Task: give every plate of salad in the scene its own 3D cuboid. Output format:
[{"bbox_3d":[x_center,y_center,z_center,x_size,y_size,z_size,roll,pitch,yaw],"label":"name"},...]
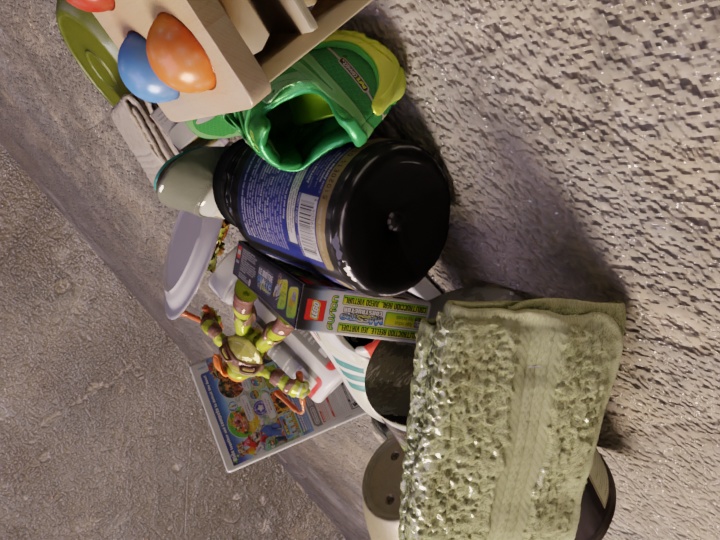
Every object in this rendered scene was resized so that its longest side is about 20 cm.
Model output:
[{"bbox_3d":[-0.188,-0.037,0.847,0.048,0.202,0.200,19,172,-26],"label":"plate of salad"}]

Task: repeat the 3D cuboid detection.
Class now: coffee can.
[{"bbox_3d":[0.111,0.135,0.595,0.146,0.146,0.201,16,144,54],"label":"coffee can"}]

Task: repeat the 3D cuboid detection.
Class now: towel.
[{"bbox_3d":[-0.231,-0.137,0.808,0.133,0.034,0.200,62,163,-18],"label":"towel"},{"bbox_3d":[0.098,0.110,0.475,0.037,0.147,0.202,-127,40,-62],"label":"towel"}]

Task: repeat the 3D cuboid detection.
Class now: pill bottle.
[{"bbox_3d":[-0.034,-0.056,0.567,0.199,0.112,0.112,20,148,47],"label":"pill bottle"},{"bbox_3d":[-0.083,0.054,0.879,0.200,0.114,0.114,44,160,7],"label":"pill bottle"}]

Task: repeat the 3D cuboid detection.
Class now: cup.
[{"bbox_3d":[0.082,0.247,0.759,0.200,0.201,0.143,17,155,53],"label":"cup"}]

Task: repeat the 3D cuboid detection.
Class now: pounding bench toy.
[{"bbox_3d":[-0.051,-0.163,0.339,0.199,0.156,0.125,12,141,57],"label":"pounding bench toy"}]

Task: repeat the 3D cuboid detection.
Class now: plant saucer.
[{"bbox_3d":[-0.303,-0.249,0.864,0.200,0.031,0.200,40,160,18],"label":"plant saucer"}]

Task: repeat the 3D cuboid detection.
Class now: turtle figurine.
[{"bbox_3d":[-0.132,0.077,0.804,0.200,0.064,0.162,39,135,12],"label":"turtle figurine"}]

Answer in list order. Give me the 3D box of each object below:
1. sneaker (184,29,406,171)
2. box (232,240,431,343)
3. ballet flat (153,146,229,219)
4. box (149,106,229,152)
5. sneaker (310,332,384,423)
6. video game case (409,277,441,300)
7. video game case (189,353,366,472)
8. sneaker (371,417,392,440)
[{"bbox_3d":[-0.065,-0.115,0.497,0.199,0.084,0.074,3,148,39],"label":"sneaker"},{"bbox_3d":[-0.034,0.014,0.619,0.109,0.035,0.200,9,-172,-24],"label":"box"},{"bbox_3d":[-0.118,-0.077,0.679,0.064,0.068,0.200,37,-166,9],"label":"ballet flat"},{"bbox_3d":[-0.160,-0.136,0.689,0.039,0.041,0.200,50,178,-8],"label":"box"},{"bbox_3d":[0.014,0.098,0.762,0.200,0.070,0.093,53,165,-8],"label":"sneaker"},{"bbox_3d":[0.000,0.000,0.743,0.200,0.023,0.182,46,160,1],"label":"video game case"},{"bbox_3d":[-0.101,0.152,0.917,0.018,0.199,0.144,119,129,-69],"label":"video game case"},{"bbox_3d":[0.086,0.225,0.920,0.199,0.076,0.114,43,167,24],"label":"sneaker"}]
